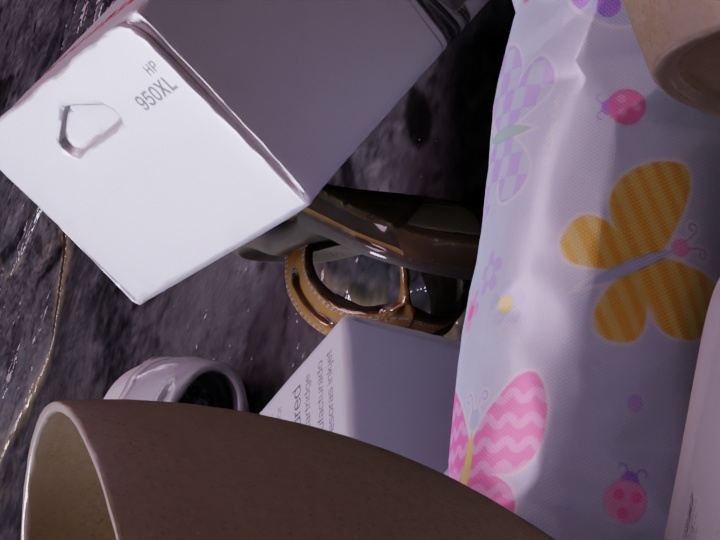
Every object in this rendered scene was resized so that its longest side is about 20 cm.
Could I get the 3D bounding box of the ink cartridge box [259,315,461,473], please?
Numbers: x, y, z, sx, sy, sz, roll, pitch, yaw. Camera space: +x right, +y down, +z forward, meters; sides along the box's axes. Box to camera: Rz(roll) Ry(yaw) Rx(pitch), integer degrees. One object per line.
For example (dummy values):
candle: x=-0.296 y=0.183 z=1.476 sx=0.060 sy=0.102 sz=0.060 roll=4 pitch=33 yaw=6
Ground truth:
ink cartridge box: x=-0.012 y=0.132 z=0.873 sx=0.200 sy=0.084 sz=0.145 roll=-51 pitch=33 yaw=46

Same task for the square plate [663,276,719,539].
square plate: x=0.093 y=0.094 z=0.611 sx=0.198 sy=0.028 sz=0.200 roll=-94 pitch=8 yaw=-55

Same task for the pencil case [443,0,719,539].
pencil case: x=0.069 y=0.005 z=0.768 sx=0.091 sy=0.083 sz=0.200 roll=139 pitch=141 yaw=-76

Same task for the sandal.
sandal: x=0.000 y=0.000 z=0.934 sx=0.200 sy=0.082 sz=0.055 roll=-178 pitch=93 yaw=-66

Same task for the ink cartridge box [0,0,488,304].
ink cartridge box: x=-0.017 y=-0.095 z=0.909 sx=0.200 sy=0.084 sz=0.145 roll=-49 pitch=10 yaw=-29

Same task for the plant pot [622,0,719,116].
plant pot: x=0.116 y=-0.142 z=0.641 sx=0.187 sy=0.187 sz=0.200 roll=-24 pitch=60 yaw=61

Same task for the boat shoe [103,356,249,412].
boat shoe: x=-0.084 y=0.130 z=1.072 sx=0.068 sy=0.072 sz=0.200 roll=-18 pitch=51 yaw=63

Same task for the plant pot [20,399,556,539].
plant pot: x=-0.001 y=0.127 z=0.660 sx=0.200 sy=0.134 sz=0.201 roll=176 pitch=90 yaw=-74
